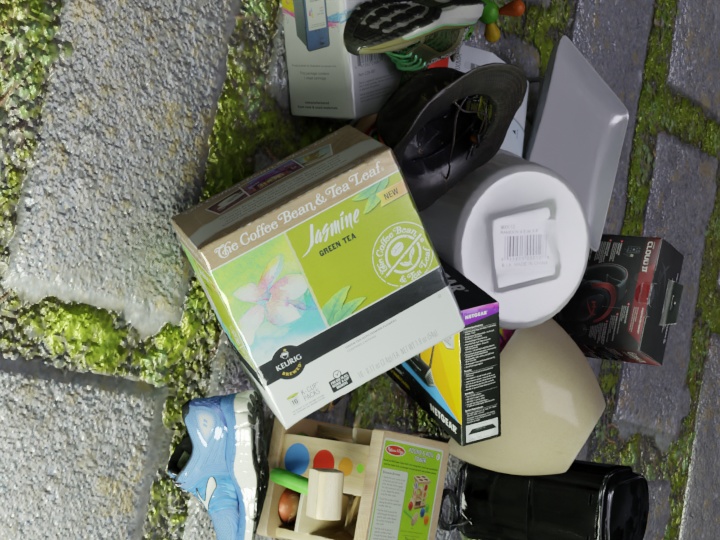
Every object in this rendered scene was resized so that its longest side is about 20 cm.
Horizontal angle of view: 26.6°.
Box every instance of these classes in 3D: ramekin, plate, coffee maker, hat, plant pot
[{"bbox_3d":[0.155,-0.031,1.666,0.199,0.098,0.202,-5,101,-26],"label":"ramekin"},{"bbox_3d":[0.258,-0.153,1.859,0.200,0.032,0.201,37,63,-48],"label":"plate"},{"bbox_3d":[0.225,0.293,1.842,0.192,0.199,0.136,-34,119,-46],"label":"coffee maker"},{"bbox_3d":[0.072,-0.154,1.548,0.200,0.081,0.201,-34,155,-18],"label":"hat"},{"bbox_3d":[0.207,0.162,1.781,0.201,0.134,0.200,-55,171,-14],"label":"plant pot"}]

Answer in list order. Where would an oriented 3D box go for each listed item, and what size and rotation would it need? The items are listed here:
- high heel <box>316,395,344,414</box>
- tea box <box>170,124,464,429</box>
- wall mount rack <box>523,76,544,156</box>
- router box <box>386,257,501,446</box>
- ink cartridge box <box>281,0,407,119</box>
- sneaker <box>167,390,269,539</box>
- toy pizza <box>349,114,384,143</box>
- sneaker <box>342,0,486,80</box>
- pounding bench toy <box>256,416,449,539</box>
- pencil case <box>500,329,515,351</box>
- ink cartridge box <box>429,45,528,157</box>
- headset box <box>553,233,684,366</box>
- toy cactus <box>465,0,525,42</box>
[{"bbox_3d":[-0.054,0.058,1.549,0.200,0.071,0.144,38,58,-58],"label":"high heel"},{"bbox_3d":[-0.040,0.002,1.422,0.199,0.134,0.198,-29,111,-9],"label":"tea box"},{"bbox_3d":[0.207,-0.134,1.872,0.200,0.074,0.175,43,61,-45],"label":"wall mount rack"},{"bbox_3d":[0.079,0.070,1.573,0.051,0.200,0.150,-11,113,-21],"label":"router box"},{"bbox_3d":[-0.005,-0.268,1.568,0.145,0.087,0.202,-23,115,-50],"label":"ink cartridge box"},{"bbox_3d":[-0.137,0.195,1.466,0.079,0.088,0.201,-75,168,-55],"label":"sneaker"},{"bbox_3d":[0.034,-0.085,1.685,0.199,0.032,0.202,-9,101,-52],"label":"toy pizza"},{"bbox_3d":[0.056,-0.227,1.535,0.199,0.077,0.089,-23,130,-45],"label":"sneaker"},{"bbox_3d":[-0.035,0.215,1.525,0.199,0.155,0.125,19,78,-53],"label":"pounding bench toy"},{"bbox_3d":[0.131,0.075,1.788,0.200,0.088,0.089,-56,134,-34],"label":"pencil case"},{"bbox_3d":[0.113,-0.186,1.725,0.199,0.047,0.161,31,58,-42],"label":"ink cartridge box"},{"bbox_3d":[0.313,0.034,1.928,0.075,0.199,0.150,29,71,-50],"label":"headset box"},{"bbox_3d":[0.107,-0.342,1.702,0.199,0.102,0.167,-3,80,-57],"label":"toy cactus"}]
